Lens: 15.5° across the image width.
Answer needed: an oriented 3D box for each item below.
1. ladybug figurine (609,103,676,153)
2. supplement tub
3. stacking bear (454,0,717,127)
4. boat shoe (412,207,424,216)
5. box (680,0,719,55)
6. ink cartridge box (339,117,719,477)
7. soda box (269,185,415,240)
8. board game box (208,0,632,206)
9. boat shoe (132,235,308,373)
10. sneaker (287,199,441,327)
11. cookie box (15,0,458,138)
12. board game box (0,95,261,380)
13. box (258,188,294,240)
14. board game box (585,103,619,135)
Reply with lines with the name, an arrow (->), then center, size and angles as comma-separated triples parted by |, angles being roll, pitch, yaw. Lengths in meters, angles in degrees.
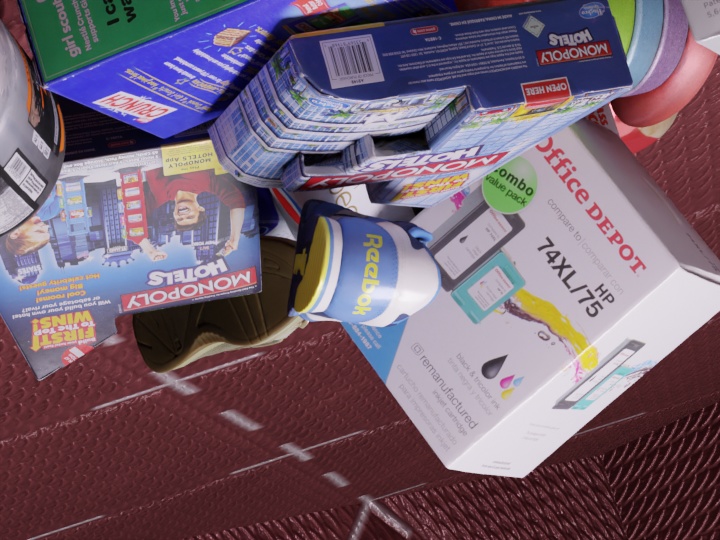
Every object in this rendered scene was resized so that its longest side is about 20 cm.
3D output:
ladybug figurine -> 0.160, -0.112, 2.002 | 0.200, 0.072, 0.136 | -24, 167, 29
supplement tub -> -0.233, -0.083, 1.464 | 0.122, 0.123, 0.200 | -17, 168, 1
stacking bear -> 0.116, -0.160, 1.652 | 0.200, 0.122, 0.114 | 1, 171, -31
boat shoe -> 0.084, -0.088, 1.807 | 0.071, 0.064, 0.200 | 13, 111, -58
box -> 0.297, -0.215, 1.588 | 0.200, 0.131, 0.199 | -22, 167, 21
ink cartridge box -> 0.114, 0.015, 1.722 | 0.200, 0.147, 0.146 | -42, 160, 14
soda box -> -0.028, -0.080, 1.681 | 0.068, 0.064, 0.200 | -39, 144, -11
board game box -> 0.024, -0.086, 1.545 | 0.200, 0.062, 0.200 | -10, 166, -23
boat shoe -> -0.078, 0.020, 1.778 | 0.063, 0.073, 0.201 | -14, 170, -39
sneaker -> 0.000, 0.000, 1.585 | 0.082, 0.074, 0.200 | 6, -174, -5
cookie box -> -0.068, -0.154, 1.487 | 0.200, 0.075, 0.171 | -21, 167, 15
board game box -> -0.166, -0.023, 1.668 | 0.200, 0.062, 0.200 | -9, 140, -9
box -> -0.087, -0.049, 1.864 | 0.184, 0.105, 0.200 | -26, 165, 38
board game box -> 0.100, -0.071, 1.917 | 0.046, 0.152, 0.200 | -5, 163, -45
